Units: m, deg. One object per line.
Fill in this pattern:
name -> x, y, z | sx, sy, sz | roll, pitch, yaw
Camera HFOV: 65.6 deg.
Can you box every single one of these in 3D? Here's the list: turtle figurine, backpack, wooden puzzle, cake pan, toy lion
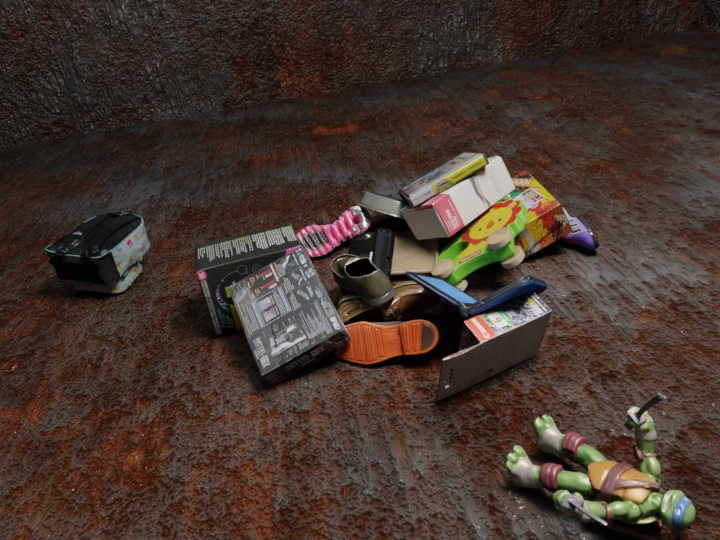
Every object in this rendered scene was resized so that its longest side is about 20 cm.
turtle figurine -> 0.260, 0.208, 0.632 | 0.193, 0.199, 0.145 | -1, 63, 55
backpack -> -0.595, -0.046, 1.312 | 0.174, 0.154, 0.201 | 3, 41, 15
wooden puzzle -> 0.077, -0.035, 1.240 | 0.198, 0.037, 0.185 | -7, 30, 12
cake pan -> 0.091, -0.150, 1.333 | 0.199, 0.037, 0.200 | 15, 10, -3
toy lion -> 0.241, -0.060, 1.109 | 0.199, 0.069, 0.192 | -30, 24, 26

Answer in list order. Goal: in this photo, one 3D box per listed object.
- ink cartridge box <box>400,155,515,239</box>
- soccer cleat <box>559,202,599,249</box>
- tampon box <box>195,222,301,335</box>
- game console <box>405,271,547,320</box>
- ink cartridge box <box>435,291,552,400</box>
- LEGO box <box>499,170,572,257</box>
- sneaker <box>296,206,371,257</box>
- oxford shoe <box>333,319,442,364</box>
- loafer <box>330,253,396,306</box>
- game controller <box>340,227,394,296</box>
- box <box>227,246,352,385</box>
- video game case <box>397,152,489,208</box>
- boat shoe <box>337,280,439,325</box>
ink cartridge box -> 0.207, -0.153, 1.198 | 0.200, 0.085, 0.145 | -37, 14, -19
soccer cleat -> 0.440, -0.090, 1.214 | 0.073, 0.068, 0.200 | -30, 32, 2
tampon box -> -0.210, 0.015, 1.108 | 0.198, 0.151, 0.126 | -15, 30, -10
game console -> 0.198, 0.017, 0.933 | 0.170, 0.119, 0.200 | -32, -16, 20
ink cartridge box -> 0.193, 0.116, 0.862 | 0.199, 0.110, 0.050 | -20, 47, -19
LEGO box -> 0.341, -0.117, 1.214 | 0.148, 0.077, 0.200 | -30, 28, 10
sneaker -> -0.067, -0.082, 1.335 | 0.199, 0.080, 0.095 | -22, -5, -2
oxford shoe -> 0.044, 0.122, 0.964 | 0.198, 0.072, 0.073 | -5, -3, 21
loafer -> 0.000, 0.000, 1.040 | 0.075, 0.070, 0.200 | -30, 28, -19
game controller -> 0.016, -0.019, 1.171 | 0.104, 0.042, 0.201 | -18, 34, 22
box -> -0.127, 0.074, 0.975 | 0.157, 0.050, 0.201 | -30, 56, -2
video game case -> 0.172, -0.201, 1.213 | 0.180, 0.026, 0.200 | -30, 12, 5
boat shoe -> 0.052, 0.075, 1.025 | 0.198, 0.072, 0.068 | -14, 30, 12
